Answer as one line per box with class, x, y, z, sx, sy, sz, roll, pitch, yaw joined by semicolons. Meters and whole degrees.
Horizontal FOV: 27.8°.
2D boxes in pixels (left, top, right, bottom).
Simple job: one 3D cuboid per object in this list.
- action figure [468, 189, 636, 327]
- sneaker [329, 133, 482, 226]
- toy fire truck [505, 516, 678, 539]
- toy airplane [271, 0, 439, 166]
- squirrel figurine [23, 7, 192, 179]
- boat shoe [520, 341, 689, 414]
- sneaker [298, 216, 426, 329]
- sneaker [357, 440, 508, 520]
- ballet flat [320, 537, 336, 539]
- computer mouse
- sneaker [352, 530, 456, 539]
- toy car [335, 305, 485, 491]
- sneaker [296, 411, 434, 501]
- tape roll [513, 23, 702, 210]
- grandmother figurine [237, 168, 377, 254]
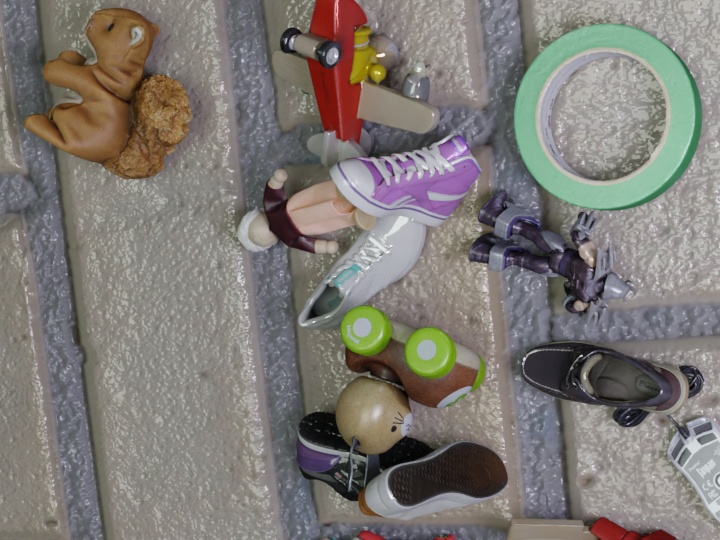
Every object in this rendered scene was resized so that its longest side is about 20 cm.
action figure;0.220;-0.016;1.614;0.200;0.069;0.130;27;125;29
sneaker;0.057;-0.117;1.616;0.114;0.200;0.073;-46;61;27
toy fire truck;0.262;0.357;1.636;0.200;0.129;0.176;29;108;30
toy airplane;-0.006;-0.215;1.678;0.200;0.141;0.199;51;150;-1
squirrel figurine;-0.293;-0.221;1.811;0.200;0.142;0.187;31;98;3
boat shoe;0.261;0.115;1.608;0.200;0.065;0.072;13;84;35
sneaker;0.000;0.000;1.715;0.075;0.088;0.200;44;111;14
sneaker;0.079;0.243;1.669;0.085;0.200;0.073;-33;65;45
ballet flat;-0.004;0.393;1.744;0.200;0.069;0.070;29;109;45
computer mouse;0.378;0.203;1.600;0.110;0.044;0.200;-42;74;18
sneaker;0.081;0.350;1.740;0.200;0.077;0.085;18;62;36
toy car;0.036;0.159;1.648;0.157;0.164;0.201;18;85;21
sneaker;0.016;0.243;1.761;0.200;0.076;0.088;21;128;17
tape roll;0.269;-0.166;1.585;0.200;0.048;0.201;0;90;23
grandmother figurine;-0.074;-0.066;1.731;0.200;0.061;0.122;-18;101;43
